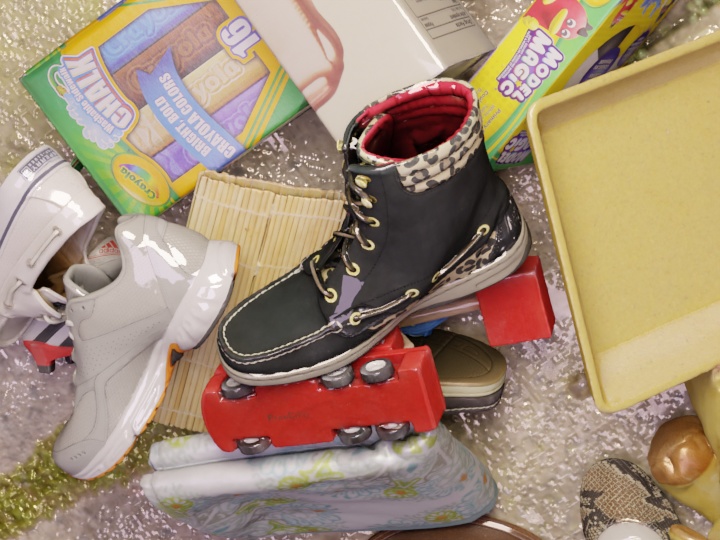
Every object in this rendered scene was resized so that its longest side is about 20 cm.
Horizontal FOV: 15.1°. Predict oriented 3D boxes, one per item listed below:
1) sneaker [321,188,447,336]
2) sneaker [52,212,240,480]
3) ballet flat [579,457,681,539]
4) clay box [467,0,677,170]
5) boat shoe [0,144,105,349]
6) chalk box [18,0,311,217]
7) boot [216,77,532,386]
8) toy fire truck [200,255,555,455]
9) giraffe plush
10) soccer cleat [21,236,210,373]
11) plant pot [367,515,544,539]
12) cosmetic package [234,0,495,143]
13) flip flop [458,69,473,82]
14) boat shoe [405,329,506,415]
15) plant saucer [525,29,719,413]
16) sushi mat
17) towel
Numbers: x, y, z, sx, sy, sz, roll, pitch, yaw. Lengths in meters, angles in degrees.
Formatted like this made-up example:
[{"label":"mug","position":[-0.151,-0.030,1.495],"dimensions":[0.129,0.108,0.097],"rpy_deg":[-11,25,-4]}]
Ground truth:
[{"label":"sneaker","position":[0.000,0.000,1.747],"dimensions":[0.200,0.076,0.105],"rpy_deg":[-7,107,13]},{"label":"sneaker","position":[-0.154,0.041,1.680],"dimensions":[0.092,0.076,0.200],"rpy_deg":[28,118,-10]},{"label":"ballet flat","position":[0.193,0.223,1.778],"dimensions":[0.068,0.075,0.200],"rpy_deg":[-16,104,17]},{"label":"clay box","position":[0.123,-0.130,1.655],"dimensions":[0.048,0.115,0.200],"rpy_deg":[44,112,15]},{"label":"boat shoe","position":[-0.204,0.003,1.718],"dimensions":[0.070,0.071,0.200],"rpy_deg":[40,140,10]},{"label":"chalk box","position":[-0.123,-0.117,1.710],"dimensions":[0.200,0.124,0.124],"rpy_deg":[-33,99,18]},{"label":"boot","position":[-0.005,-0.024,1.581],"dimensions":[0.203,0.074,0.154],"rpy_deg":[-25,145,-4]},{"label":"toy fire truck","position":[0.011,0.051,1.679],"dimensions":[0.200,0.141,0.049],"rpy_deg":[-7,116,19]},{"label":"giraffe plush","position":[0.260,0.150,1.693],"dimensions":[0.172,0.162,0.200],"rpy_deg":[3,108,11]},{"label":"soccer cleat","position":[-0.138,0.017,1.783],"dimensions":[0.200,0.069,0.085],"rpy_deg":[-7,99,25]},{"label":"plant pot","position":[0.053,0.288,1.764],"dimensions":[0.200,0.198,0.200],"rpy_deg":[3,109,10]},{"label":"cosmetic package","position":[-0.022,-0.181,1.609],"dimensions":[0.087,0.103,0.200],"rpy_deg":[-37,85,22]},{"label":"flip flop","position":[0.026,-0.177,1.680],"dimensions":[0.081,0.058,0.200],"rpy_deg":[-20,101,-27]},{"label":"boat shoe","position":[0.002,0.079,1.779],"dimensions":[0.201,0.072,0.066],"rpy_deg":[2,117,19]},{"label":"plant saucer","position":[0.191,-0.039,1.665],"dimensions":[0.200,0.048,0.200],"rpy_deg":[-22,106,-26]},{"label":"sushi mat","position":[-0.074,0.026,1.712],"dimensions":[0.096,0.012,0.200],"rpy_deg":[10,125,-8]},{"label":"towel","position":[-0.025,0.137,1.751],"dimensions":[0.200,0.171,0.048],"rpy_deg":[-9,73,14]}]
